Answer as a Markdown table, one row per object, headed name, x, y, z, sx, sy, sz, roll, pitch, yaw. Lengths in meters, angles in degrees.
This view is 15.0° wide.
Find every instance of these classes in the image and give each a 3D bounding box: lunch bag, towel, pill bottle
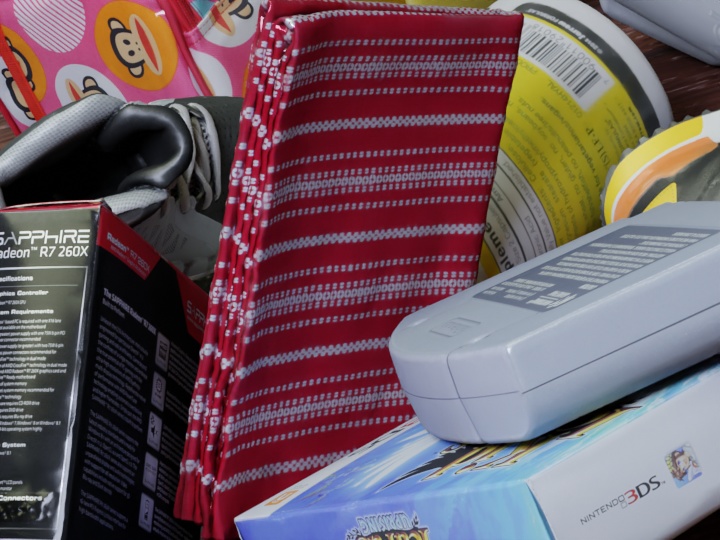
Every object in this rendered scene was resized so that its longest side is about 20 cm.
| name | x | y | z | sx | sy | sz | roll | pitch | yaw |
| --- | --- | --- | --- | --- | --- | --- | --- | --- | --- |
| lunch bag | -0.094 | -0.070 | 1.256 | 0.175 | 0.201 | 0.082 | -2 | 35 | 43 |
| towel | 0.000 | 0.000 | 1.023 | 0.022 | 0.201 | 0.144 | 20 | 15 | 39 |
| pill bottle | 0.034 | -0.022 | 1.148 | 0.111 | 0.112 | 0.200 | 8 | 41 | 48 |

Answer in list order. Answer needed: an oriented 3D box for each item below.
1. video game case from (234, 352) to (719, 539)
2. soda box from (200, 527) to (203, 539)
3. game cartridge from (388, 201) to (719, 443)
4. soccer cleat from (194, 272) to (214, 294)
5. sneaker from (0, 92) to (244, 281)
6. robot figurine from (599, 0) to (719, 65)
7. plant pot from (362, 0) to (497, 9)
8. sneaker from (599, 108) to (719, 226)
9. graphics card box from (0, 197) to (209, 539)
| name | x | y | z | sx | sy | sz | roll | pitch | yaw |
| --- | --- | --- | --- | --- | --- | --- | --- | --- | --- |
| video game case | 0.077 | 0.060 | 0.951 | 0.181 | 0.046 | 0.200 | -28 | 6 | -31 |
| soda box | -0.122 | 0.058 | 1.098 | 0.199 | 0.068 | 0.064 | 14 | 68 | 10 |
| game cartridge | 0.078 | 0.016 | 0.943 | 0.133 | 0.042 | 0.200 | -28 | 5 | -6 |
| soccer cleat | -0.135 | 0.024 | 1.181 | 0.199 | 0.084 | 0.065 | 12 | 49 | 9 |
| sneaker | -0.079 | -0.036 | 1.063 | 0.199 | 0.075 | 0.115 | -24 | -4 | -40 |
| robot figurine | 0.156 | -0.163 | 1.225 | 0.199 | 0.170 | 0.113 | 31 | 50 | 14 |
| plant pot | 0.007 | -0.152 | 1.330 | 0.200 | 0.202 | 0.189 | 0 | 24 | 42 |
| sneaker | 0.200 | -0.044 | 1.109 | 0.199 | 0.070 | 0.090 | -29 | 43 | -2 |
| graphics card box | -0.100 | 0.089 | 0.980 | 0.051 | 0.125 | 0.201 | -2 | 71 | 17 |
